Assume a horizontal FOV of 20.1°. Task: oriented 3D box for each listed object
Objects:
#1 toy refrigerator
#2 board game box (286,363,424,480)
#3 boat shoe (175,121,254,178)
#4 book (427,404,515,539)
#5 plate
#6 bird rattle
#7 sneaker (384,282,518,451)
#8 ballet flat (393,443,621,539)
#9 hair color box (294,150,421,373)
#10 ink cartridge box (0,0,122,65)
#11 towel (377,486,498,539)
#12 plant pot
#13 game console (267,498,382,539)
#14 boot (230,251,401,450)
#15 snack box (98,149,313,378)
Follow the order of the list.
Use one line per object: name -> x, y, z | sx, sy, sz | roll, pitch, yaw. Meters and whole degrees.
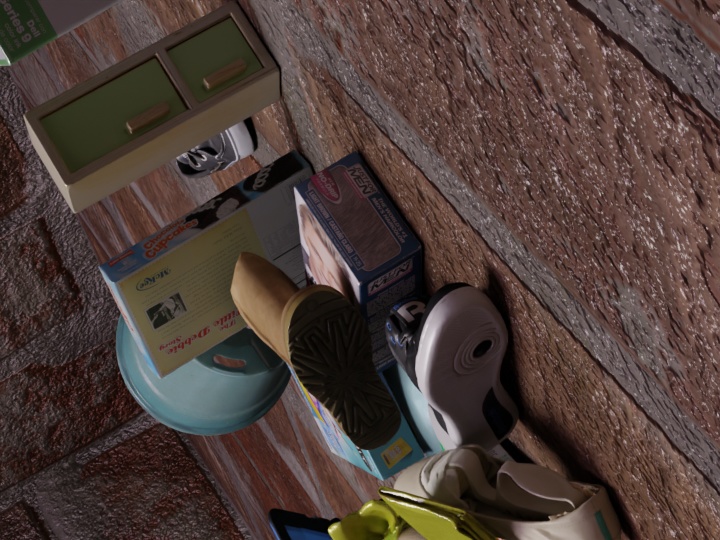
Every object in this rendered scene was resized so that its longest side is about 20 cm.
toy refrigerator -> -0.170, -0.136, 1.672 | 0.076, 0.199, 0.070 | 58, 168, 15
board game box -> -0.019, 0.106, 1.885 | 0.152, 0.047, 0.200 | 63, 169, -8
boat shoe -> -0.151, -0.126, 1.965 | 0.070, 0.066, 0.200 | 60, 169, -2
book -> 0.122, 0.194, 1.625 | 0.134, 0.048, 0.200 | 67, 170, -27
plate -> 0.040, 0.133, 1.873 | 0.201, 0.025, 0.200 | 56, 168, 18
bird rattle -> 0.057, 0.278, 1.698 | 0.163, 0.112, 0.201 | 8, 113, 54
sneaker -> 0.052, 0.048, 1.473 | 0.112, 0.073, 0.200 | 52, 167, 32
ballet flat -> 0.098, 0.156, 1.452 | 0.199, 0.070, 0.070 | 13, 138, 39
hair color box -> 0.000, 0.000, 1.622 | 0.100, 0.060, 0.200 | 55, 167, 22
ink cartridge box -> -0.227, -0.249, 1.649 | 0.088, 0.199, 0.145 | 59, 169, -12
towel -> 0.092, 0.218, 1.479 | 0.086, 0.018, 0.200 | 10, 153, 43
plant pot -> -0.146, 0.058, 2.130 | 0.201, 0.199, 0.196 | 59, 162, 5
game console -> 0.036, 0.281, 1.853 | 0.201, 0.170, 0.119 | 59, 170, 29
boot -> -0.056, 0.040, 1.644 | 0.200, 0.066, 0.176 | 46, 163, 49
snack box -> -0.116, -0.005, 1.764 | 0.037, 0.199, 0.117 | 43, 160, 50
